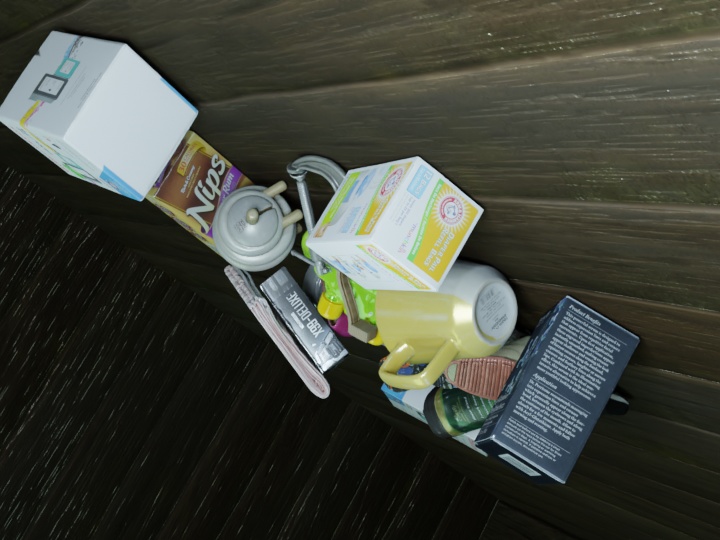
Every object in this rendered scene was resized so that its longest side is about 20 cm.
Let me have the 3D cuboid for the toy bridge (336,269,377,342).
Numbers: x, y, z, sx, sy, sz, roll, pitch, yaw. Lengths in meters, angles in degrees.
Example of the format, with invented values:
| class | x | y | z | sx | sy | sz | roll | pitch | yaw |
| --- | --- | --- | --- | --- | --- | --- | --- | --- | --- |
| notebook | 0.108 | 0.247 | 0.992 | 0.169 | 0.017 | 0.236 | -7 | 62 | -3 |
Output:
| class | x | y | z | sx | sy | sz | roll | pitch | yaw |
| --- | --- | --- | --- | --- | --- | --- | --- | --- | --- |
| toy bridge | 0.000 | -0.004 | 1.477 | 0.067 | 0.027 | 0.203 | 25 | 125 | 31 |

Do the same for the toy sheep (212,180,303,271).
| class | x | y | z | sx | sy | sz | roll | pitch | yaw |
| --- | --- | --- | --- | --- | --- | --- | --- | --- | --- |
| toy sheep | -0.154 | -0.064 | 1.618 | 0.137 | 0.139 | 0.200 | 29 | 167 | 6 |

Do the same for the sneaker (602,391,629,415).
| class | x | y | z | sx | sy | sz | roll | pitch | yaw |
| --- | --- | --- | --- | --- | --- | --- | --- | --- | --- |
| sneaker | 0.297 | 0.207 | 1.630 | 0.197 | 0.092 | 0.070 | 12 | 177 | -3 |

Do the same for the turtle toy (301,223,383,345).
| class | x | y | z | sx | sy | sz | roll | pitch | yaw |
| --- | --- | --- | --- | --- | --- | --- | --- | --- | --- |
| turtle toy | 0.000 | 0.000 | 1.562 | 0.198 | 0.147 | 0.101 | 29 | -152 | 10 |

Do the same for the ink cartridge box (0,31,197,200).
| class | x | y | z | sx | sy | sz | roll | pitch | yaw |
| --- | --- | --- | --- | --- | --- | --- | --- | --- | --- |
| ink cartridge box | -0.352 | -0.209 | 1.466 | 0.199 | 0.147 | 0.147 | 20 | 164 | 45 |

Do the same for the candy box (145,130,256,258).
| class | x | y | z | sx | sy | sz | roll | pitch | yaw |
| --- | --- | --- | --- | --- | --- | --- | --- | --- | --- |
| candy box | -0.231 | -0.111 | 1.687 | 0.056 | 0.118 | 0.200 | 18 | 163 | 49 |

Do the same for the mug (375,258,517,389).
| class | x | y | z | sx | sy | sz | roll | pitch | yaw |
| --- | --- | --- | --- | --- | --- | --- | --- | --- | --- |
| mug | 0.119 | 0.069 | 1.426 | 0.148 | 0.190 | 0.152 | 15 | 171 | -38 |

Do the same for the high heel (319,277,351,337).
| class | x | y | z | sx | sy | sz | roll | pitch | yaw |
| --- | --- | --- | --- | --- | --- | --- | --- | --- | --- |
| high heel | -0.046 | 0.012 | 1.648 | 0.095 | 0.067 | 0.202 | 12 | -130 | -53 |

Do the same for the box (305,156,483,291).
| class | x | y | z | sx | sy | sz | roll | pitch | yaw |
| --- | --- | --- | --- | --- | --- | --- | --- | --- | --- |
| box | 0.035 | -0.050 | 1.265 | 0.101 | 0.113 | 0.199 | 36 | 167 | -19 |

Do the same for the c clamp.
| class | x | y | z | sx | sy | sz | roll | pitch | yaw |
| --- | --- | --- | --- | --- | --- | --- | --- | --- | --- |
| c clamp | -0.054 | -0.068 | 1.442 | 0.170 | 0.027 | 0.202 | 29 | 140 | 39 |

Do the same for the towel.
| class | x | y | z | sx | sy | sz | roll | pitch | yaw |
| --- | --- | --- | --- | --- | --- | --- | --- | --- | --- |
| towel | -0.126 | 0.086 | 1.658 | 0.192 | 0.032 | 0.200 | 56 | 175 | -25 |

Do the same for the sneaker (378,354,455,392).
| class | x | y | z | sx | sy | sz | roll | pitch | yaw |
| --- | --- | --- | --- | --- | --- | --- | --- | --- | --- |
| sneaker | 0.112 | 0.127 | 1.627 | 0.198 | 0.078 | 0.076 | -9 | 108 | 48 |

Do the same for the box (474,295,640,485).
| class | x | y | z | sx | sy | sz | roll | pitch | yaw |
| --- | --- | --- | --- | --- | --- | --- | --- | --- | --- |
| box | 0.241 | 0.153 | 1.374 | 0.106 | 0.202 | 0.149 | 30 | 168 | 4 |

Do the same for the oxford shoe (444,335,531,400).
| class | x | y | z | sx | sy | sz | roll | pitch | yaw |
| --- | --- | --- | --- | --- | --- | --- | --- | --- | --- |
| oxford shoe | 0.209 | 0.128 | 1.503 | 0.196 | 0.074 | 0.072 | 5 | 128 | -6 |

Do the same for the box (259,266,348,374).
| class | x | y | z | sx | sy | sz | roll | pitch | yaw |
| --- | --- | --- | --- | --- | --- | --- | --- | --- | --- |
| box | -0.082 | 0.079 | 1.671 | 0.158 | 0.050 | 0.200 | 53 | 176 | 4 |

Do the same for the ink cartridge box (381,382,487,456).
| class | x | y | z | sx | sy | sz | roll | pitch | yaw |
| --- | --- | --- | --- | --- | --- | --- | --- | --- | --- |
| ink cartridge box | 0.164 | 0.206 | 1.936 | 0.198 | 0.147 | 0.147 | 26 | 168 | 19 |

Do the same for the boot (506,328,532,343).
| class | x | y | z | sx | sy | sz | roll | pitch | yaw |
| --- | --- | --- | --- | --- | --- | --- | --- | --- | --- |
| boot | 0.183 | 0.093 | 1.612 | 0.173 | 0.070 | 0.199 | 36 | 168 | -32 |

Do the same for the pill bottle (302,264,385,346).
| class | x | y | z | sx | sy | sz | roll | pitch | yaw |
| --- | --- | --- | --- | --- | --- | --- | --- | --- | --- |
| pill bottle | 0.006 | 0.045 | 1.744 | 0.198 | 0.114 | 0.113 | 19 | 164 | 43 |

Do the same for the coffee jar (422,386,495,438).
| class | x | y | z | sx | sy | sz | roll | pitch | yaw |
| --- | --- | --- | --- | --- | --- | --- | --- | --- | --- |
| coffee jar | 0.197 | 0.202 | 1.754 | 0.199 | 0.104 | 0.086 | -24 | 96 | 40 |
